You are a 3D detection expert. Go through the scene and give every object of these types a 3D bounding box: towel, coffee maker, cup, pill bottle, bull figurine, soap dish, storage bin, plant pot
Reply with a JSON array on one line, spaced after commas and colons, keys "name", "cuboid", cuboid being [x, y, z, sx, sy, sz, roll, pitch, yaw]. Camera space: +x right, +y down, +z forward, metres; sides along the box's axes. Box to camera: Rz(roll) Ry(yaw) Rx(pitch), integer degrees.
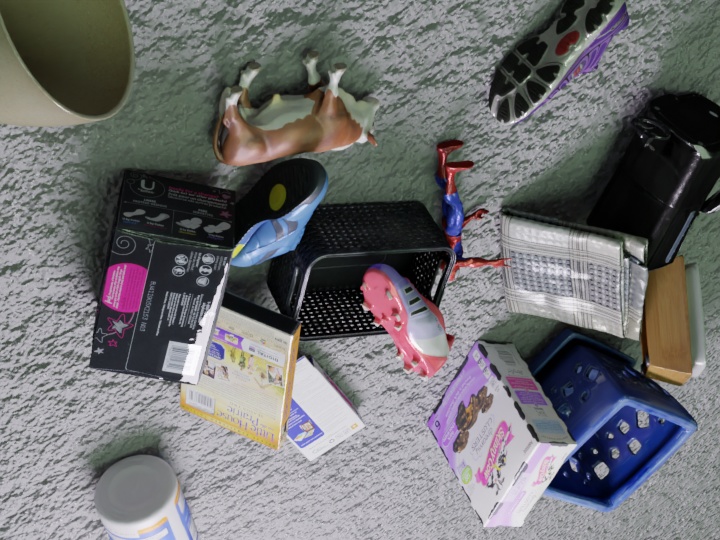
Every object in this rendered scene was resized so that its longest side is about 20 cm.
[{"name": "towel", "cuboid": [0.277, 0.011, 1.707, 0.198, 0.035, 0.194, 13, 139, 20]}, {"name": "coffee maker", "cuboid": [0.372, -0.113, 1.666, 0.190, 0.135, 0.201, 4, 129, -26]}, {"name": "cup", "cuboid": [-0.318, -0.212, 1.170, 0.142, 0.202, 0.200, -14, 142, 23]}, {"name": "pill bottle", "cuboid": [-0.277, 0.347, 1.749, 0.111, 0.112, 0.201, -20, 136, -10]}, {"name": "bull figurine", "cuboid": [-0.065, -0.170, 1.419, 0.198, 0.065, 0.122, -18, 132, -16]}, {"name": "soap dish", "cuboid": [0.426, 0.075, 1.810, 0.080, 0.159, 0.200, -4, 170, 8]}, {"name": "storage bin", "cuboid": [0.000, 0.000, 1.591, 0.198, 0.094, 0.136, -4, 131, -26]}, {"name": "plant pot", "cuboid": [0.330, 0.209, 1.902, 0.199, 0.180, 0.200, 23, 116, -41]}]

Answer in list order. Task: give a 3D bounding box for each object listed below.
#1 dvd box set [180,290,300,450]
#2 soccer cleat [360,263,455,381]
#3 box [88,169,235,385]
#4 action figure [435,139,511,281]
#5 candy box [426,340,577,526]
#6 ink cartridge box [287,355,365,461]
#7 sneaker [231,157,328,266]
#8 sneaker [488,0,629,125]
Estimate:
[{"name": "dvd box set", "cuboid": [-0.149, 0.118, 1.599, 0.029, 0.145, 0.201, -53, 158, -47]}, {"name": "soccer cleat", "cuboid": [0.059, 0.050, 1.567, 0.077, 0.066, 0.201, -51, 137, -24]}, {"name": "box", "cuboid": [-0.218, 0.009, 1.445, 0.131, 0.115, 0.201, 10, 127, -12]}, {"name": "action figure", "cuboid": [0.139, -0.066, 1.623, 0.098, 0.066, 0.201, -7, 133, -11]}, {"name": "candy box", "cuboid": [0.193, 0.228, 1.829, 0.071, 0.201, 0.169, 7, 126, -33]}, {"name": "ink cartridge box", "cuboid": [-0.075, 0.179, 1.759, 0.094, 0.037, 0.200, -33, 140, 4]}, {"name": "sneaker", "cuboid": [-0.086, -0.064, 1.473, 0.078, 0.067, 0.200, 12, 147, -36]}, {"name": "sneaker", "cuboid": [0.236, -0.237, 1.513, 0.200, 0.081, 0.083, -43, 142, 12]}]
